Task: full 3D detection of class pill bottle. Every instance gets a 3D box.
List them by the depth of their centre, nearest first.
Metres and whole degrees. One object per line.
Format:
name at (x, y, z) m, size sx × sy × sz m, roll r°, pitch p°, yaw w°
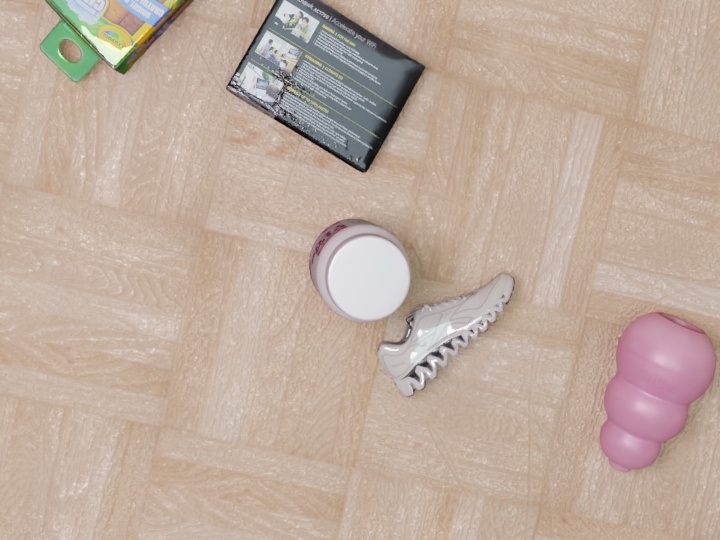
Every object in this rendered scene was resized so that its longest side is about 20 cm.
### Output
pill bottle at (0.000, 0.000, 1.652) m, size 0.112 × 0.200 × 0.115 m, roll 0°, pitch 95°, yaw -6°

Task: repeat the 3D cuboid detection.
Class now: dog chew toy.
dog chew toy at (0.360, 0.156, 1.747) m, size 0.123 × 0.125 × 0.202 m, roll 21°, pitch 100°, yaw -7°

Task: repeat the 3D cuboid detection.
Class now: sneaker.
sneaker at (0.106, 0.065, 1.737) m, size 0.200 × 0.075 × 0.081 m, roll -42°, pitch 89°, yaw -2°

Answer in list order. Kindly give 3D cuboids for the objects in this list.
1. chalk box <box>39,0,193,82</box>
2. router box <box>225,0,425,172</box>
chalk box at (-0.287, -0.312, 1.634) m, size 0.124 × 0.124 × 0.200 m, roll 43°, pitch 89°, yaw -7°
router box at (-0.042, -0.232, 1.702) m, size 0.199 × 0.051 × 0.150 m, roll 31°, pitch 89°, yaw -8°
